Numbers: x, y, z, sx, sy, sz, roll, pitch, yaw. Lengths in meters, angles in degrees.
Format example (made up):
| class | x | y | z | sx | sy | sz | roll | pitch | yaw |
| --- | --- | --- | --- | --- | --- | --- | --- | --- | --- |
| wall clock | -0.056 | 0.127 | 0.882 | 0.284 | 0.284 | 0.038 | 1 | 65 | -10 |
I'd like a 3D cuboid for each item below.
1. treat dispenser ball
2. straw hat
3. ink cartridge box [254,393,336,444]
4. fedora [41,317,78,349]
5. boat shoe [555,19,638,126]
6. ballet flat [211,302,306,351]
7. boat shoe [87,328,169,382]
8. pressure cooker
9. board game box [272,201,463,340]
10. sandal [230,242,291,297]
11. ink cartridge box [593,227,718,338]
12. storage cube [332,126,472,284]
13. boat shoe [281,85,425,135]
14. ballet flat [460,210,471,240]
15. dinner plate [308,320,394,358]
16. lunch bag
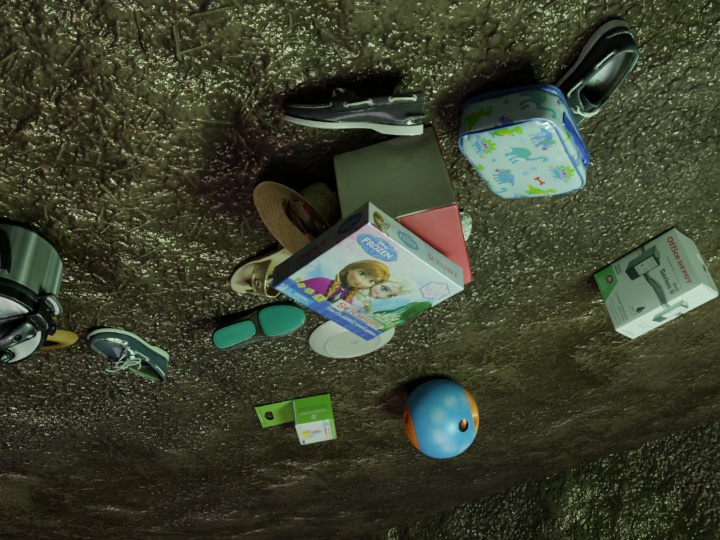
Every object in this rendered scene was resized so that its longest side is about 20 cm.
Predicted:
| class | x | y | z | sx | sy | sz | roll | pitch | yaw |
| --- | --- | --- | --- | --- | --- | --- | --- | --- | --- |
| treat dispenser ball | 0.211 | 0.388 | 1.822 | 0.198 | 0.203 | 0.202 | -8 | 147 | -5 |
| straw hat | -0.073 | -0.092 | 1.107 | 0.085 | 0.200 | 0.202 | -48 | 156 | -23 |
| ink cartridge box | -0.169 | 0.406 | 1.849 | 0.197 | 0.077 | 0.149 | -10 | 147 | -4 |
| fedora | -0.595 | 0.091 | 1.216 | 0.197 | 0.083 | 0.201 | -3 | 167 | -1 |
| boat shoe | 0.328 | -0.260 | 1.002 | 0.075 | 0.061 | 0.201 | -3 | 146 | -14 |
| ballet flat | -0.205 | 0.113 | 1.414 | 0.197 | 0.074 | 0.073 | -17 | 148 | -3 |
| boat shoe | -0.474 | 0.178 | 1.423 | 0.074 | 0.063 | 0.200 | -21 | 146 | 19 |
| pressure cooker | -0.549 | 0.045 | 1.049 | 0.177 | 0.201 | 0.176 | 27 | 123 | -32 |
| board game box | 0.011 | 0.011 | 0.999 | 0.199 | 0.042 | 0.199 | 31 | 133 | -33 |
| sandal | -0.163 | 0.013 | 1.259 | 0.211 | 0.070 | 0.077 | -33 | 141 | 30 |
| ink cartridge box | 0.612 | 0.028 | 1.450 | 0.083 | 0.147 | 0.199 | 21 | 135 | -38 |
| storage cube | 0.064 | -0.083 | 1.074 | 0.169 | 0.202 | 0.181 | -14 | 141 | 6 |
| boat shoe | -0.009 | -0.224 | 0.955 | 0.197 | 0.074 | 0.061 | 5 | 106 | 4 |
| ballet flat | 0.122 | -0.046 | 1.203 | 0.198 | 0.072 | 0.072 | -24 | 151 | -17 |
| dinner plate | -0.018 | 0.156 | 1.567 | 0.197 | 0.025 | 0.201 | -9 | 147 | -6 |
| lunch bag | 0.248 | -0.187 | 1.036 | 0.159 | 0.083 | 0.200 | -5 | 153 | 34 |
